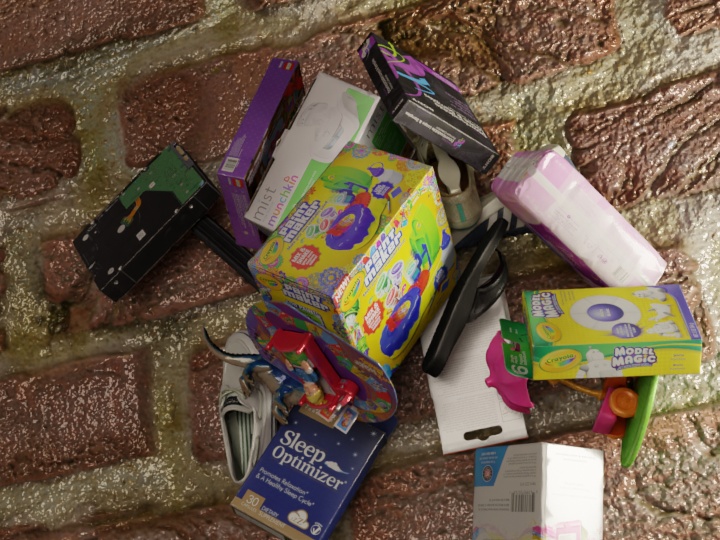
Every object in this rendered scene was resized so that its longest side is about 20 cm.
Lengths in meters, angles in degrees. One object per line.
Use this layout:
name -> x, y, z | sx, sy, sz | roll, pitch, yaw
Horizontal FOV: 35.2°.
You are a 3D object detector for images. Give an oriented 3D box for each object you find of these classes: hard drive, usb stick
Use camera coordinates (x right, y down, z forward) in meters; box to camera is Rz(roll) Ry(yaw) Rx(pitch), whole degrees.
hard drive -> -0.285, -0.068, 1.510 | 0.200, 0.038, 0.140 | -46, 42, 1
usb stick -> -0.153, -0.014, 1.444 | 0.033, 0.056, 0.200 | -44, 47, -9

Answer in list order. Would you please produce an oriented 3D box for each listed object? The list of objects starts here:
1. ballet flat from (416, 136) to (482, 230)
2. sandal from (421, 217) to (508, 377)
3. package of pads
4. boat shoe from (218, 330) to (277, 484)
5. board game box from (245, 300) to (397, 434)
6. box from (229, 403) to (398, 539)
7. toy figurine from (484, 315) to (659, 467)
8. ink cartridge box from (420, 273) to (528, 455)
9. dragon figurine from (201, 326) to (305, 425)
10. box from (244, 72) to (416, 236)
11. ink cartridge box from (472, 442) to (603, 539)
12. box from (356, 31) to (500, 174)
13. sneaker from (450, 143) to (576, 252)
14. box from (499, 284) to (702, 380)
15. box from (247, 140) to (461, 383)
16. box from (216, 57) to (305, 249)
ballet flat -> 0.108, -0.131, 1.384 | 0.067, 0.063, 0.201 | -21, 42, 4
sandal -> 0.133, 0.035, 1.328 | 0.048, 0.075, 0.201 | 25, 90, -5
package of pads -> 0.246, -0.052, 1.292 | 0.200, 0.121, 0.076 | 42, 92, -10
boat shoe -> -0.141, 0.168, 1.410 | 0.073, 0.067, 0.201 | -23, 71, 26
board game box -> -0.054, 0.116, 1.259 | 0.199, 0.158, 0.039 | 33, 60, 5
box -> -0.052, 0.228, 1.361 | 0.121, 0.032, 0.201 | 23, 62, 20
toy figurine -> 0.234, 0.101, 1.276 | 0.183, 0.151, 0.201 | 15, 58, 8
ink cartridge box -> 0.134, 0.114, 1.362 | 0.108, 0.050, 0.201 | -13, 74, 12
dragon figurine -> -0.094, 0.116, 1.378 | 0.199, 0.059, 0.099 | 35, 62, 15
box -> -0.035, -0.112, 1.403 | 0.096, 0.176, 0.201 | 25, 83, 21
ink cartridge box -> 0.190, 0.296, 1.242 | 0.084, 0.144, 0.202 | 11, 75, -23
box -> 0.080, -0.204, 1.366 | 0.036, 0.142, 0.200 | -51, 31, 22
sneaker -> 0.185, -0.062, 1.386 | 0.200, 0.075, 0.085 | -38, 100, 18
box -> 0.249, 0.064, 1.204 | 0.198, 0.118, 0.049 | -5, 119, 4
box -> 0.000, 0.000, 1.289 | 0.121, 0.193, 0.200 | 20, 60, 32
box -> -0.115, -0.146, 1.419 | 0.039, 0.137, 0.201 | 11, 56, 14
